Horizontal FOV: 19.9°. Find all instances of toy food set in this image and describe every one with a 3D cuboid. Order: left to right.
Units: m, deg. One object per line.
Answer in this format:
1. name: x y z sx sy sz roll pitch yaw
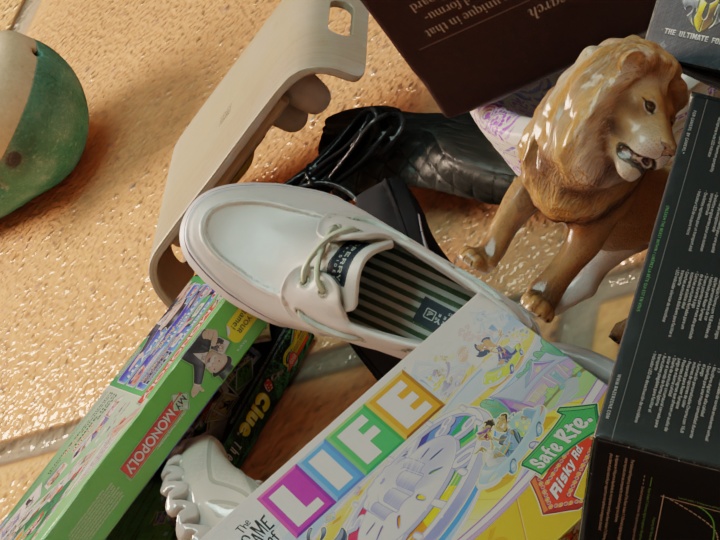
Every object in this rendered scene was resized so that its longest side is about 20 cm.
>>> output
1. toy food set: -0.059 -0.081 1.260 0.200 0.060 0.144 -50 18 26

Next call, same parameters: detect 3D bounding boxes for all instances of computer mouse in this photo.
1. computer mouse: -0.016 0.006 1.128 0.140 0.046 0.201 -38 48 21

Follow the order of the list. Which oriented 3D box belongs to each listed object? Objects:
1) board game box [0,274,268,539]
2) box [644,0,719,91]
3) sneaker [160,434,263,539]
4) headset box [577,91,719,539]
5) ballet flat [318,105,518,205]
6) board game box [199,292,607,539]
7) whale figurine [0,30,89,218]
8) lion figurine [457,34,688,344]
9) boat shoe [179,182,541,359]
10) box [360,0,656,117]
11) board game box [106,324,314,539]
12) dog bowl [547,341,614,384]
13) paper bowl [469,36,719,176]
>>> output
1. board game box: -0.128 0.089 1.119 0.201 0.029 0.134 -53 14 -9
2. box: 0.242 -0.075 0.861 0.199 0.157 0.052 22 93 49
3. sneaker: -0.044 0.145 1.022 0.081 0.075 0.200 -30 37 -2
4. headset box: 0.199 0.044 0.773 0.198 0.093 0.175 13 53 11
5. ballet flat: 0.053 -0.059 1.184 0.066 0.057 0.199 -27 25 -35
6. board game box: 0.022 0.111 0.858 0.200 0.034 0.134 -41 42 -12
7. whale figurine: -0.272 -0.078 1.520 0.201 0.103 0.160 -56 26 25
8. lion figurine: 0.118 -0.029 0.927 0.072 0.200 0.123 37 95 25
9. boat shoe: 0.000 0.000 1.032 0.198 0.067 0.074 19 79 8
10. box: 0.066 -0.221 1.008 0.163 0.200 0.167 -23 37 26
11. board game box: -0.109 0.110 1.168 0.104 0.023 0.201 0 50 44
12. dog bowl: 0.062 0.116 0.900 0.198 0.059 0.201 -16 44 16
13. paper bowl: 0.160 -0.110 1.059 0.200 0.104 0.202 -29 34 21
